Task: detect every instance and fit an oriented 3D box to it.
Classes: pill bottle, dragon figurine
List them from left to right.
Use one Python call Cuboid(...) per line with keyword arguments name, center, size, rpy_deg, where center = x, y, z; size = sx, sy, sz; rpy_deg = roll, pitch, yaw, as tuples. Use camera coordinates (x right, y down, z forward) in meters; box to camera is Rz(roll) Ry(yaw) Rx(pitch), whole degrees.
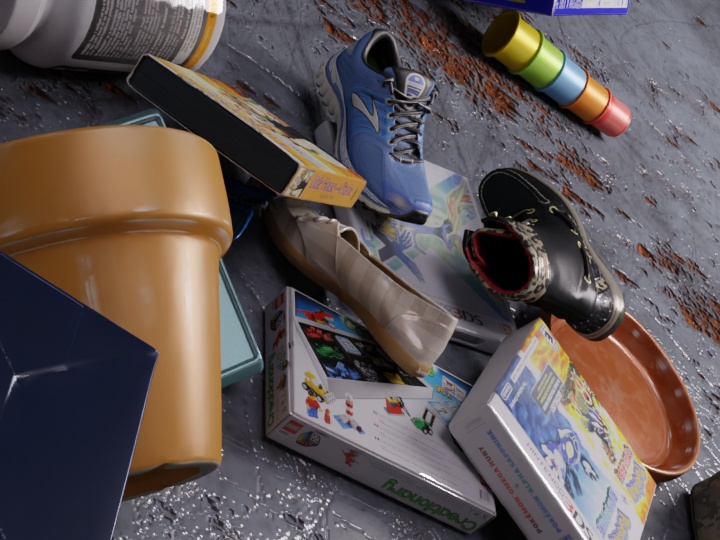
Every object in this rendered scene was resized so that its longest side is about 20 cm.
Cuboid(name="pill bottle", center=(-0.205, -0.207, 1.147), size=(0.199, 0.116, 0.117), rpy_deg=(-2, 57, -51))
Cuboid(name="dragon figurine", center=(-0.117, -0.035, 1.124), size=(0.099, 0.059, 0.201), rpy_deg=(37, 33, -17))

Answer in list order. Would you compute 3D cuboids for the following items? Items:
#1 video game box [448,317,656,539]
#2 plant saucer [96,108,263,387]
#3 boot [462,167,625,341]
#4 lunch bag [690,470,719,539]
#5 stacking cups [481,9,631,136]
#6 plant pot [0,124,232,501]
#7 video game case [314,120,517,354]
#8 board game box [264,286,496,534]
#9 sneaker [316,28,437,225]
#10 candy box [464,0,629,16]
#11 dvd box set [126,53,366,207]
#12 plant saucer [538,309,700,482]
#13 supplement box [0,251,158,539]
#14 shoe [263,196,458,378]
Cuboid(name="video game box", center=(0.161, 0.152, 1.235), size=(0.183, 0.047, 0.200), rpy_deg=(56, 25, -6))
Cuboid(name="plant saucer", center=(-0.129, -0.014, 1.058), size=(0.069, 0.019, 0.202), rpy_deg=(-21, 87, -32))
Cuboid(name="boot", center=(0.140, -0.033, 1.358), size=(0.153, 0.074, 0.204), rpy_deg=(20, 31, -50))
Cuboid(name="lunch bag", center=(0.399, 0.246, 1.342), size=(0.139, 0.168, 0.201), rpy_deg=(33, 36, -22))
Cuboid(name="stacking cups", center=(0.226, -0.219, 1.726), size=(0.199, 0.060, 0.061), rpy_deg=(30, 37, -31))
Cuboid(name="plant pot", center=(-0.160, 0.039, 0.895), size=(0.199, 0.199, 0.185), rpy_deg=(0, 71, -49))
Cuboid(name="video game case", center=(0.051, -0.027, 1.350), size=(0.181, 0.022, 0.202), rpy_deg=(19, 43, -38))
Cuboid(name="board game box", center=(0.015, 0.106, 1.156), size=(0.199, 0.035, 0.127), rpy_deg=(30, 36, -28))
Cuboid(name="sneaker", center=(0.023, -0.128, 1.318), size=(0.078, 0.089, 0.202), rpy_deg=(12, 48, -41))
Cuboid(name="candy box", center=(0.190, -0.333, 1.707), size=(0.168, 0.078, 0.199), rpy_deg=(17, 17, 30))
Cuboid(name="dvd box set", center=(-0.081, -0.103, 1.164), size=(0.146, 0.030, 0.200), rpy_deg=(36, 8, 12))
Cuboid(name="plant saucer", center=(0.236, 0.108, 1.420), size=(0.199, 0.032, 0.202), rpy_deg=(30, 38, -26))
Cuboid(name="supplement box", center=(-0.217, 0.124, 0.709), size=(0.134, 0.200, 0.201), rpy_deg=(34, 35, -21))
Cuboid(name="shoe", center=(0.000, 0.000, 1.194), size=(0.200, 0.054, 0.070), rpy_deg=(45, 17, 28))
